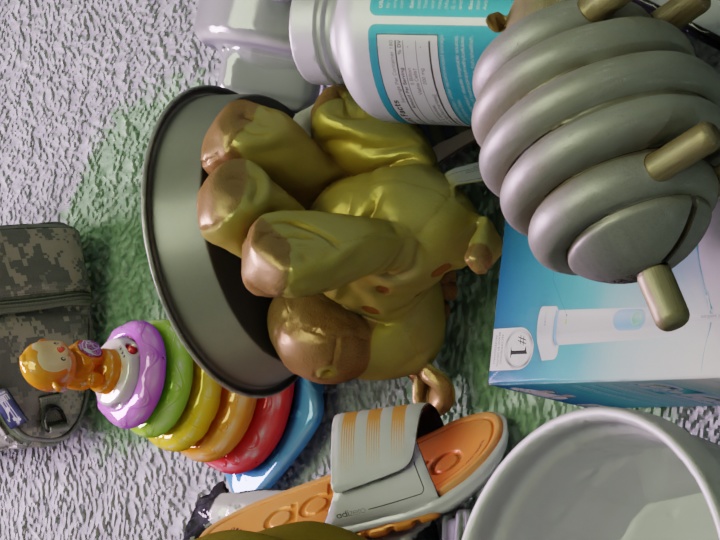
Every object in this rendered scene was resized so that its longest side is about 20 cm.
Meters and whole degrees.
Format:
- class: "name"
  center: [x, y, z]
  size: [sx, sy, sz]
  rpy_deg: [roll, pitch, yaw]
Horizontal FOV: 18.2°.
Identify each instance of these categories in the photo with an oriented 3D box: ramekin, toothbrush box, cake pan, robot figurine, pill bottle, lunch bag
- class: "ramekin"
  center: [0.148, 0.175, 1.148]
  size: [0.200, 0.105, 0.201]
  rpy_deg: [-18, 66, 47]
- class: "toothbrush box"
  center: [0.169, -0.006, 1.188]
  size: [0.200, 0.085, 0.147]
  rpy_deg: [-7, 73, 51]
- class: "cake pan"
  center: [-0.064, -0.022, 1.409]
  size: [0.037, 0.200, 0.201]
  rpy_deg: [-12, 70, 30]
- class: "robot figurine"
  center: [-0.044, -0.204, 1.491]
  size: [0.170, 0.113, 0.201]
  rpy_deg: [174, 106, -86]
- class: "pill bottle"
  center: [0.063, -0.137, 1.276]
  size: [0.199, 0.111, 0.111]
  rpy_deg: [5, 83, 26]
- class: "lunch bag"
  center: [-0.294, 0.060, 1.721]
  size: [0.200, 0.139, 0.168]
  rpy_deg: [-14, 85, 49]

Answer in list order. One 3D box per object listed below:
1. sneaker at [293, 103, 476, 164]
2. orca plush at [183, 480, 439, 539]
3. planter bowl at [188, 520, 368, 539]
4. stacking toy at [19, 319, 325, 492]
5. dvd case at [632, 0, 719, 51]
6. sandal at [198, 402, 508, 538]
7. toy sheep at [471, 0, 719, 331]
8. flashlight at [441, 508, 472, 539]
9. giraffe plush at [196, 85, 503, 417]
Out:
- class: "sneaker"
  center: [0.038, -0.117, 1.380]
  size: [0.200, 0.090, 0.067]
  rpy_deg: [-38, 50, 38]
- class: "orca plush"
  center: [-0.026, 0.181, 1.392]
  size: [0.200, 0.105, 0.071]
  rpy_deg: [-7, 113, 31]
- class: "planter bowl"
  center: [-0.022, 0.203, 1.267]
  size: [0.200, 0.201, 0.083]
  rpy_deg: [-13, 26, 49]
- class: "stacking toy"
  center: [-0.132, 0.070, 1.451]
  size: [0.110, 0.200, 0.116]
  rpy_deg: [-53, 43, 28]
- class: "dvd case"
  center: [0.227, -0.200, 1.146]
  size: [0.143, 0.018, 0.200]
  rpy_deg: [32, 86, 33]
- class: "sandal"
  center: [-0.014, 0.122, 1.324]
  size: [0.206, 0.059, 0.079]
  rpy_deg: [-22, 25, 10]
- class: "toy sheep"
  center: [0.122, -0.064, 1.099]
  size: [0.138, 0.138, 0.200]
  rpy_deg: [-38, 56, 39]
- class: "flashlight"
  center: [0.069, 0.236, 1.262]
  size: [0.068, 0.068, 0.201]
  rpy_deg: [-25, 61, 55]
- class: "giraffe plush"
  center: [0.000, 0.000, 1.345]
  size: [0.173, 0.199, 0.162]
  rpy_deg: [-92, 7, -46]
